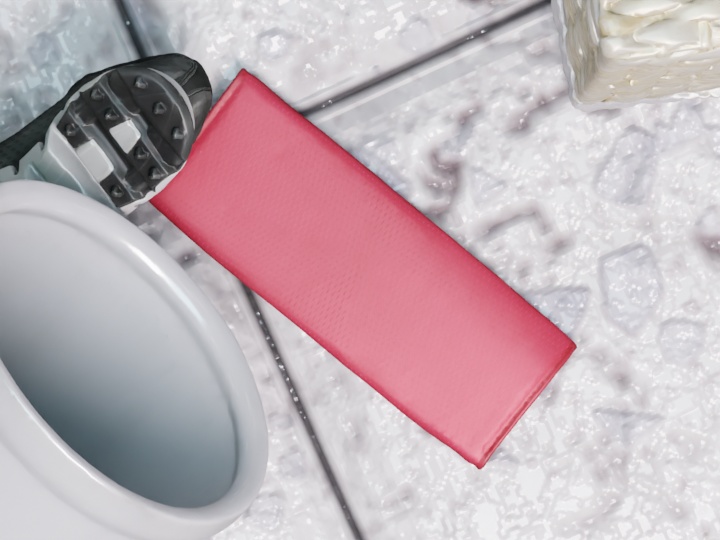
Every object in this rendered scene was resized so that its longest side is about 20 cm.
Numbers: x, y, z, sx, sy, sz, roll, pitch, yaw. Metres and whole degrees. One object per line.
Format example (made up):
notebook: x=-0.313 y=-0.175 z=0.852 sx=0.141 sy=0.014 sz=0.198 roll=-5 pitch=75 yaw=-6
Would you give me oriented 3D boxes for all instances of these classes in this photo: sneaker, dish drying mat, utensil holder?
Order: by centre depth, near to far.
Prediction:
utensil holder: x=-0.164 y=0.089 z=1.187 sx=0.200 sy=0.170 sz=0.170 roll=-41 pitch=90 yaw=26
sneaker: x=-0.139 y=-0.037 z=1.265 sx=0.199 sy=0.091 sz=0.067 roll=-33 pitch=97 yaw=26
dish drying mat: x=0.000 y=0.000 z=1.286 sx=0.200 sy=0.018 sz=0.077 roll=39 pitch=92 yaw=1

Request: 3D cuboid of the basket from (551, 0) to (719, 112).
basket: x=0.179 y=-0.182 z=1.213 sx=0.199 sy=0.161 sz=0.200 roll=-8 pitch=89 yaw=-1
